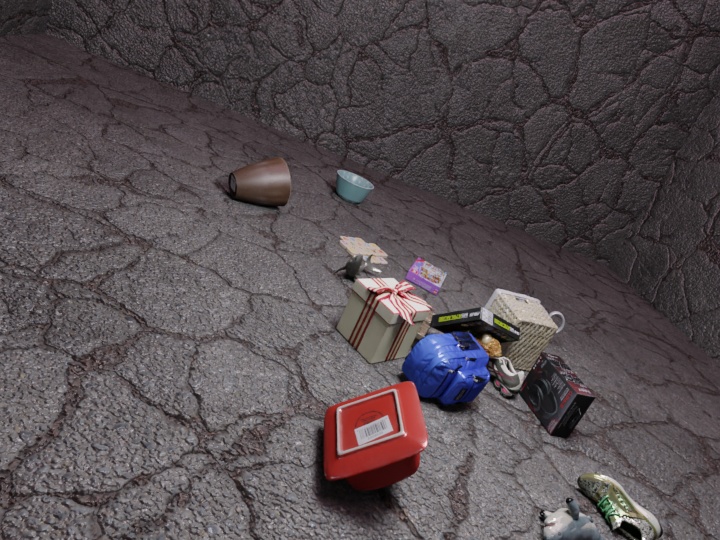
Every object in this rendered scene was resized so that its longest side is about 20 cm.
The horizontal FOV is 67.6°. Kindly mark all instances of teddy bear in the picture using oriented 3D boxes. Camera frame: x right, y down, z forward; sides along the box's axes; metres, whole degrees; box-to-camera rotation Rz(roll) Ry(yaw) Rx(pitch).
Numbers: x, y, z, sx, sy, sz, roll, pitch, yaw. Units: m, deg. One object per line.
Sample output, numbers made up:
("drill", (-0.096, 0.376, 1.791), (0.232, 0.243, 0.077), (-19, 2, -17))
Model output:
("teddy bear", (0.311, 0.219, 1.574), (0.197, 0.068, 0.145), (-5, -3, 24))

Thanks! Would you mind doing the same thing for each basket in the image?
("basket", (0.501, 0.195, 1.757), (0.195, 0.202, 0.161), (14, 26, -27))

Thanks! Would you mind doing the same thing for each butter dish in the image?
("butter dish", (0.039, 0.338, 1.025), (0.197, 0.150, 0.200), (-19, 24, 5))

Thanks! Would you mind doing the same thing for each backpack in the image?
("backpack", (0.222, 0.249, 1.381), (0.198, 0.164, 0.168), (9, 30, -36))

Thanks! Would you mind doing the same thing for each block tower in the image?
("block tower", (0.182, 0.176, 1.651), (0.053, 0.058, 0.200), (29, 20, 11))

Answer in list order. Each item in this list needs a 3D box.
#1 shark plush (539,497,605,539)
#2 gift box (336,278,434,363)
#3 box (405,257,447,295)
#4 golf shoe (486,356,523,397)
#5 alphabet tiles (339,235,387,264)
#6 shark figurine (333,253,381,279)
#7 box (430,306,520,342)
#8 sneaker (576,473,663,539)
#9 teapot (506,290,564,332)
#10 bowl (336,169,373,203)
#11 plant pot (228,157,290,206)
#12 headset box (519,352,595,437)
("shark plush", (0.451, 0.557, 1.116), (0.199, 0.090, 0.084), (40, 36, -21))
("gift box", (0.077, 0.130, 1.462), (0.199, 0.189, 0.183), (37, 25, 31))
("box", (0.261, 0.020, 2.109), (0.135, 0.040, 0.200), (29, 22, 8))
("golf shoe", (0.402, 0.284, 1.600), (0.076, 0.089, 0.200), (-2, 32, -45))
("alphabet tiles", (0.013, -0.083, 2.109), (0.198, 0.015, 0.195), (3, 31, -43))
("shark figurine", (-0.005, 0.009, 1.834), (0.090, 0.127, 0.214), (57, 12, 12))
("box", (0.347, 0.173, 1.621), (0.198, 0.192, 0.048), (28, 60, -35))
("sneaker", (0.583, 0.548, 1.226), (0.199, 0.078, 0.088), (36, 32, 30))
("teapot", (0.637, 0.174, 2.021), (0.198, 0.148, 0.197), (2, 31, -46))
("bowl", (-0.042, -0.403, 2.652), (0.198, 0.106, 0.201), (21, 23, -9))
("plant pot", (-0.393, -0.332, 2.046), (0.197, 0.189, 0.187), (-9, 37, -32))
("headset box", (0.554, 0.355, 1.517), (0.076, 0.151, 0.201), (14, 25, -23))
